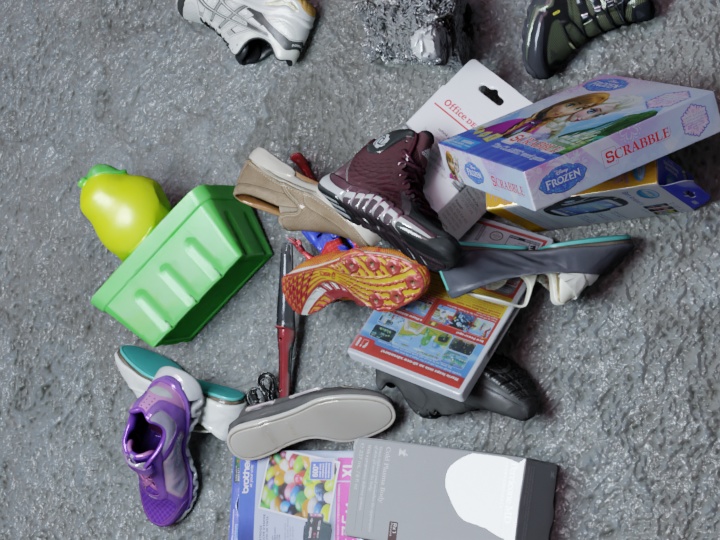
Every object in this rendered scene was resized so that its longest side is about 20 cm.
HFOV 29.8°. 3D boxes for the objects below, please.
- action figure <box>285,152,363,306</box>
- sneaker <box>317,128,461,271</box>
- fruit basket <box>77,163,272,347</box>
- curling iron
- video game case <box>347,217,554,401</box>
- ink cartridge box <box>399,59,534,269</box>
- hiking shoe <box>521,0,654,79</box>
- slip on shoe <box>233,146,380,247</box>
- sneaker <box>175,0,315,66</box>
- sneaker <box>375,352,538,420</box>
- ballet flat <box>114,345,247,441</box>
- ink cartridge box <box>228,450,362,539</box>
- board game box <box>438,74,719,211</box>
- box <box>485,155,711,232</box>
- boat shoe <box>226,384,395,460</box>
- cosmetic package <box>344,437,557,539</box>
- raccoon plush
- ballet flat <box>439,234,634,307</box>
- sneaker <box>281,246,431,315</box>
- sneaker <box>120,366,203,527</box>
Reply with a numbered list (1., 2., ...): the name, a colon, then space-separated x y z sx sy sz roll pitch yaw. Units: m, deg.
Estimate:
1. action figure: -0.041 -0.040 1.526 0.065 0.052 0.201 -39 65 14
2. sneaker: 0.050 -0.085 1.334 0.116 0.076 0.199 -49 47 -9
3. fruit basket: -0.234 -0.038 1.576 0.213 0.155 0.218 1 92 21
4. curling iron: -0.094 0.069 1.520 0.049 0.026 0.202 9 99 4
5. video game case: 0.094 0.029 1.391 0.142 0.018 0.201 19 63 33
6. ink cartridge box: 0.092 -0.110 1.420 0.200 0.067 0.116 -45 52 -1
7. hiking shoe: 0.244 -0.273 1.376 0.101 0.075 0.201 41 101 34
8. slip on shoe: -0.061 -0.066 1.470 0.199 0.076 0.061 34 81 30
9. sneaker: -0.150 -0.293 1.622 0.198 0.075 0.089 13 87 33
10. sneaker: 0.097 0.119 1.403 0.199 0.076 0.092 25 105 37
11. ballet flat: -0.220 0.148 1.592 0.199 0.069 0.070 20 91 31
12. ink cartridge box: -0.072 0.259 1.491 0.198 0.042 0.121 -5 78 32
13. board game box: 0.200 -0.126 1.271 0.200 0.198 0.042 32 142 66
14. box: 0.235 -0.078 1.319 0.198 0.119 0.042 -9 76 29
15. boat shoe: -0.054 0.155 1.479 0.198 0.067 0.057 -15 31 17
16. cosmetic package: 0.091 0.233 1.368 0.198 0.090 0.108 0 78 35
17. raccoon plush: 0.040 -0.261 1.440 0.132 0.200 0.098 0 94 18
18. ballet flat: 0.174 0.002 1.337 0.198 0.073 0.074 -2 77 -7
19. sneaker: 0.000 0.000 1.409 0.199 0.077 0.074 -2 115 45
20. sneaker: -0.235 0.211 1.539 0.080 0.088 0.202 18 119 22
